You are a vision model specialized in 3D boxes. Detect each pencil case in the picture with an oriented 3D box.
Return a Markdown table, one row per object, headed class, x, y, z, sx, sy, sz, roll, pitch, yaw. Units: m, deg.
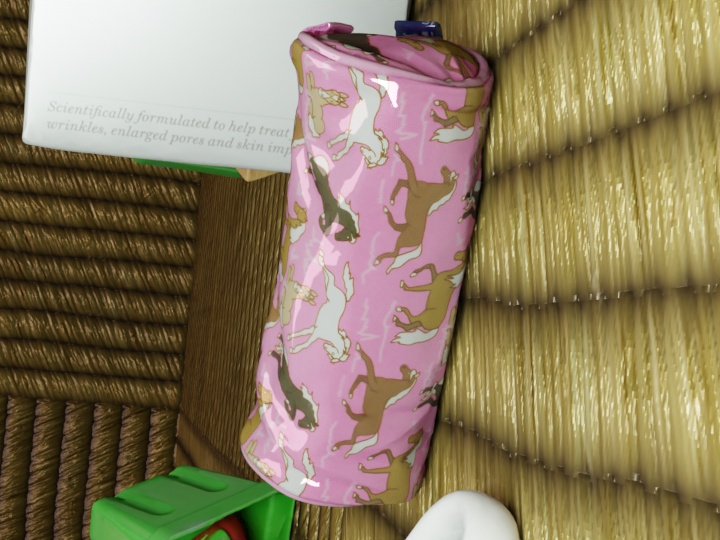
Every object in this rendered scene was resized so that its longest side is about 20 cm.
| class | x | y | z | sx | sy | sz | roll | pitch | yaw |
| --- | --- | --- | --- | --- | --- | --- | --- | --- | --- |
| pencil case | 0.000 | 0.000 | 0.680 | 0.087 | 0.082 | 0.202 | -107 | 23 | -67 |

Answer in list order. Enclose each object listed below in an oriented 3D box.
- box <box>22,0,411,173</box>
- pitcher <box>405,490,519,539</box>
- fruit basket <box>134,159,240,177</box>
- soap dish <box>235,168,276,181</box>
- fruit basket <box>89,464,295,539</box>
| class | x | y | z | sx | sy | sz | roll | pitch | yaw |
| --- | --- | --- | --- | --- | --- | --- | --- | --- | --- |
| box | -0.075 | -0.167 | 0.888 | 0.131 | 0.197 | 0.202 | -110 | 27 | -72 |
| pitcher | -0.011 | 0.171 | 0.589 | 0.200 | 0.121 | 0.173 | -40 | 24 | 61 |
| fruit basket | -0.178 | -0.202 | 1.681 | 0.215 | 0.154 | 0.218 | -173 | 90 | -66 |
| soap dish | -0.078 | -0.166 | 1.222 | 0.200 | 0.080 | 0.159 | -131 | 47 | -66 |
| fruit basket | -0.099 | 0.256 | 1.114 | 0.214 | 0.155 | 0.218 | 13 | 110 | 39 |
